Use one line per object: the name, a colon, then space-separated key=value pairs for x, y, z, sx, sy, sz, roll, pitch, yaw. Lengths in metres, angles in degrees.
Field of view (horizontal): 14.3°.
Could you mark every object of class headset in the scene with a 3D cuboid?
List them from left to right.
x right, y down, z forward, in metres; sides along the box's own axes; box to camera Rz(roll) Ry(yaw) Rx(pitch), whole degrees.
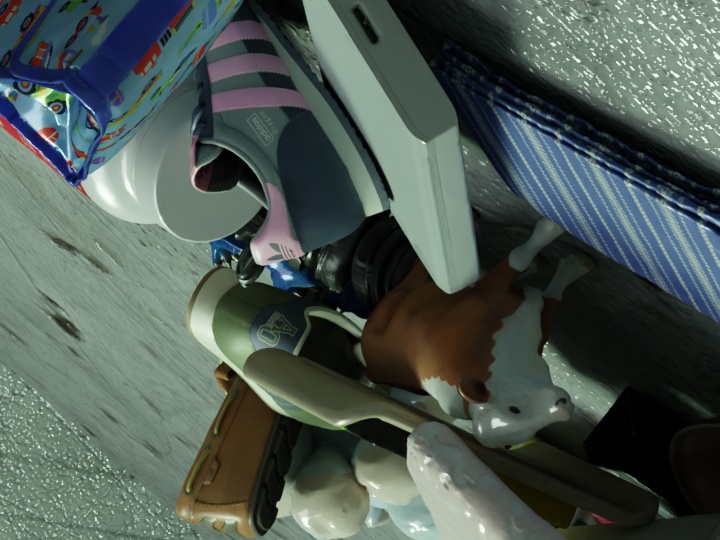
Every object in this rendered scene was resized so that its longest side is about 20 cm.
headset: x=0.000 y=0.000 z=1.654 sx=0.123 sy=0.094 sz=0.200 roll=30 pitch=175 yaw=35

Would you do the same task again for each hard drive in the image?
hard drive: x=0.013 y=-0.079 z=1.400 sx=0.132 sy=0.026 sz=0.200 roll=59 pitch=174 yaw=20

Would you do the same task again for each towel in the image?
towel: x=0.109 y=0.176 z=1.482 sx=0.200 sy=0.032 sz=0.191 roll=43 pitch=171 yaw=22
towel: x=0.129 y=-0.031 z=1.359 sx=0.200 sy=0.024 sz=0.145 roll=33 pitch=168 yaw=34

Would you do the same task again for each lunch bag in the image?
lunch bag: x=-0.099 y=-0.128 z=1.362 sx=0.094 sy=0.151 sz=0.200 roll=42 pitch=167 yaw=-13

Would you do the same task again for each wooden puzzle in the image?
wooden puzzle: x=0.046 y=0.099 z=1.608 sx=0.199 sy=0.037 sz=0.185 roll=20 pitch=180 yaw=-21

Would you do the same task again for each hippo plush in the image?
hippo plush: x=0.002 y=0.130 z=1.950 sx=0.199 sy=0.160 sz=0.161 roll=27 pitch=162 yaw=41

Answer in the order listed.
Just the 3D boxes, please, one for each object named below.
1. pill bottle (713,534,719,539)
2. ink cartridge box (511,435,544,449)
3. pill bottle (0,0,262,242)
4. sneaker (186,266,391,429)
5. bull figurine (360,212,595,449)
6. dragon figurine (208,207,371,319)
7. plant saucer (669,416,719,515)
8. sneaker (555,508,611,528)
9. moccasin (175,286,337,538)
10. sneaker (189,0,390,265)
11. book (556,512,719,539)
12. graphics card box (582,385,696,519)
pill bottle: x=0.225 y=0.173 z=1.407 sx=0.112 sy=0.112 sz=0.200 roll=41 pitch=160 yaw=-10
ink cartridge box: x=0.168 y=0.187 z=1.881 sx=0.197 sy=0.047 sz=0.200 roll=40 pitch=-166 yaw=-4
pill bottle: x=-0.133 y=-0.096 z=1.614 sx=0.200 sy=0.112 sz=0.112 roll=37 pitch=169 yaw=44
sneaker: x=-0.021 y=0.063 z=1.770 sx=0.090 sy=0.067 sz=0.200 roll=23 pitch=172 yaw=38
bull figurine: x=0.064 y=0.029 z=1.509 sx=0.065 sy=0.122 sz=0.200 roll=44 pitch=167 yaw=-23
dragon figurine: x=-0.064 y=-0.030 z=1.809 sx=0.199 sy=0.059 sz=0.100 roll=33 pitch=164 yaw=10
plant saucer: x=0.253 y=0.135 z=1.495 sx=0.200 sy=0.037 sz=0.201 roll=34 pitch=159 yaw=15
sneaker: x=0.171 y=0.197 z=1.692 sx=0.200 sy=0.079 sz=0.095 roll=37 pitch=179 yaw=18
moccasin: x=-0.068 y=0.075 z=1.870 sx=0.077 sy=0.203 sz=0.074 roll=13 pitch=164 yaw=18
sneaker: x=-0.067 y=-0.088 z=1.487 sx=0.200 sy=0.082 sz=0.070 roll=53 pitch=172 yaw=33
book: x=0.184 y=0.231 z=1.595 sx=0.133 sy=0.048 sz=0.201 roll=-9 pitch=115 yaw=45
graphics card box: x=0.208 y=0.155 z=1.698 sx=0.125 sy=0.051 sz=0.200 roll=34 pitch=165 yaw=27
